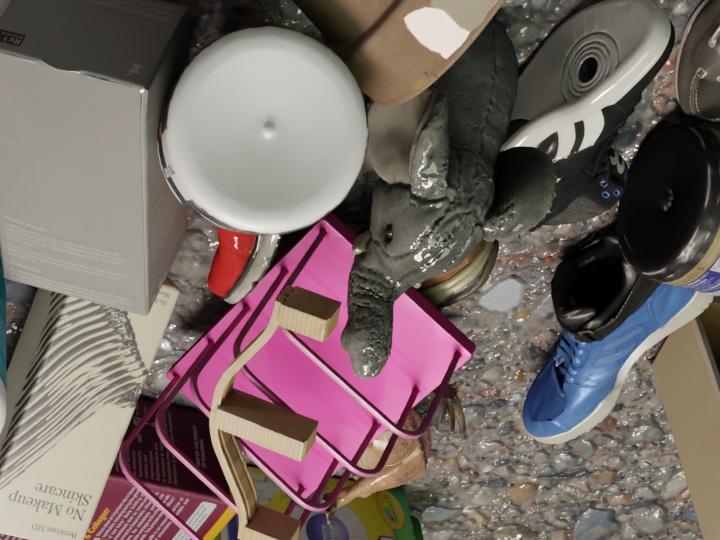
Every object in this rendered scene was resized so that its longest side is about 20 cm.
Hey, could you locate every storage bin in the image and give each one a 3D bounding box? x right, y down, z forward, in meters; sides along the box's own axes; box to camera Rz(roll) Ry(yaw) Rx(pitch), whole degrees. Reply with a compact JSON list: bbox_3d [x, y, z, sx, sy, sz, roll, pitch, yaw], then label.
[{"bbox_3d":[0.345,0.127,1.334,0.196,0.201,0.094,4,138,-17],"label":"storage bin"}]

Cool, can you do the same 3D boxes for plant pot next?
[{"bbox_3d":[-0.003,-0.215,0.911,0.174,0.201,0.200,31,125,-17],"label":"plant pot"}]

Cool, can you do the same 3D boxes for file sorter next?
[{"bbox_3d":[-0.049,0.092,1.172,0.139,0.126,0.200,42,126,-7],"label":"file sorter"}]

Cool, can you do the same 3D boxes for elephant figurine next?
[{"bbox_3d":[0.049,-0.059,1.064,0.140,0.201,0.156,-4,138,-7],"label":"elephant figurine"}]

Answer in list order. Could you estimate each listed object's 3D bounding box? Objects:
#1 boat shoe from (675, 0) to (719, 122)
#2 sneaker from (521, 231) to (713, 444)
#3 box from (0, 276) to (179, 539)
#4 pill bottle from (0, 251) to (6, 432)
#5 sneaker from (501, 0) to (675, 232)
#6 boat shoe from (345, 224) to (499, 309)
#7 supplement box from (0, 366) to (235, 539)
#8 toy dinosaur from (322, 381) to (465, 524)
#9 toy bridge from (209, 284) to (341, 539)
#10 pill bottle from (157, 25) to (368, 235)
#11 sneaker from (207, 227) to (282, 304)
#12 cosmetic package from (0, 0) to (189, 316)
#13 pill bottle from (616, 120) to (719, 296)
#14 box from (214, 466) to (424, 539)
[{"bbox_3d":[0.258,-0.161,1.107,0.066,0.057,0.201,6,135,-18],"label":"boat shoe"},{"bbox_3d":[0.165,0.046,1.296,0.111,0.077,0.200,20,126,-38],"label":"sneaker"},{"bbox_3d":[-0.201,0.084,1.197,0.082,0.068,0.202,16,99,-28],"label":"box"},{"bbox_3d":[-0.283,0.053,1.113,0.110,0.201,0.111,-7,139,-6],"label":"pill bottle"},{"bbox_3d":[0.156,-0.100,1.149,0.111,0.074,0.200,19,138,-34],"label":"sneaker"},{"bbox_3d":[0.000,0.000,1.219,0.199,0.076,0.074,-25,120,24],"label":"boat shoe"},{"bbox_3d":[-0.205,0.158,1.332,0.198,0.086,0.111,17,131,-28],"label":"supplement box"},{"bbox_3d":[0.026,0.127,1.357,0.134,0.086,0.201,-15,144,-7],"label":"toy dinosaur"},{"bbox_3d":[-0.060,0.096,1.085,0.067,0.027,0.202,20,125,12],"label":"toy bridge"},{"bbox_3d":[-0.060,-0.073,0.963,0.105,0.108,0.200,-4,-178,-9],"label":"pill bottle"},{"bbox_3d":[-0.083,-0.063,1.144,0.084,0.077,0.201,17,134,-1],"label":"sneaker"},{"bbox_3d":[-0.165,-0.075,1.066,0.106,0.091,0.201,16,135,6],"label":"cosmetic package"},{"bbox_3d":[0.290,-0.029,1.217,0.198,0.113,0.112,13,133,-25],"label":"pill bottle"},{"bbox_3d":[-0.026,0.230,1.428,0.198,0.118,0.049,12,135,-25],"label":"box"}]
